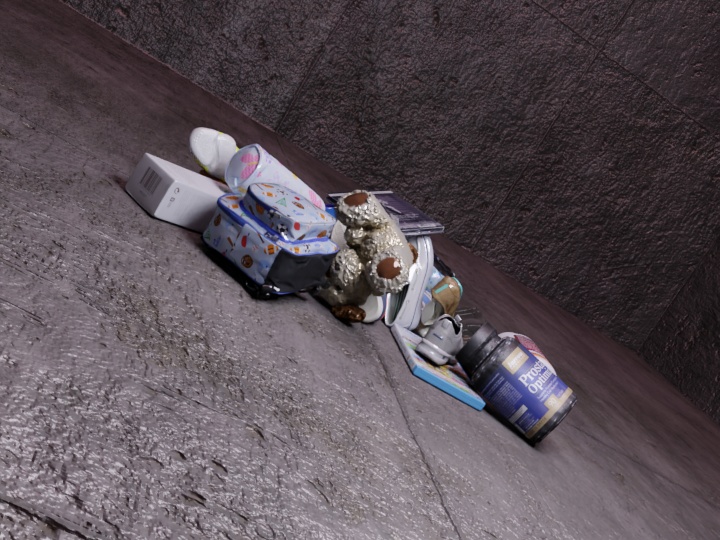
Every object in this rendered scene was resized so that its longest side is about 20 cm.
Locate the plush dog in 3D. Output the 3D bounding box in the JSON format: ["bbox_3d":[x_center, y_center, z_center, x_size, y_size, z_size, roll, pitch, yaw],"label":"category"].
[{"bbox_3d":[0.000,-0.008,1.477,0.160,0.171,0.201,31,30,-60],"label":"plush dog"}]

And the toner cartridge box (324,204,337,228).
[{"bbox_3d":[-0.111,-0.103,1.680,0.198,0.044,0.095,-3,10,-27],"label":"toner cartridge box"}]

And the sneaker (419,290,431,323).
[{"bbox_3d":[0.127,0.071,1.787,0.077,0.076,0.200,27,12,-3],"label":"sneaker"}]

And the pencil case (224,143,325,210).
[{"bbox_3d":[-0.148,-0.136,1.524,0.083,0.091,0.200,38,-1,43],"label":"pencil case"}]

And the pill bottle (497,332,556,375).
[{"bbox_3d":[0.300,0.188,1.666,0.112,0.114,0.200,31,11,-8],"label":"pill bottle"}]

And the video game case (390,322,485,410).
[{"bbox_3d":[0.132,0.165,1.527,0.142,0.018,0.200,31,10,-17],"label":"video game case"}]

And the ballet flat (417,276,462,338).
[{"bbox_3d":[0.145,0.092,1.657,0.068,0.072,0.201,53,-24,30],"label":"ballet flat"}]

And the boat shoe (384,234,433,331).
[{"bbox_3d":[0.087,0.013,1.627,0.073,0.202,0.066,1,-5,42],"label":"boat shoe"}]

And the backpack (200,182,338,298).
[{"bbox_3d":[-0.145,-0.054,1.368,0.189,0.155,0.200,25,10,22],"label":"backpack"}]

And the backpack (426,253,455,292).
[{"bbox_3d":[0.106,-0.020,2.026,0.201,0.153,0.163,52,7,-17],"label":"backpack"}]

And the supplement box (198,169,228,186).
[{"bbox_3d":[-0.270,-0.153,1.655,0.068,0.067,0.200,32,11,-4],"label":"supplement box"}]

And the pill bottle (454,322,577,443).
[{"bbox_3d":[0.260,0.187,1.484,0.200,0.112,0.112,43,12,11],"label":"pill bottle"}]

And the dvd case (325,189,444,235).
[{"bbox_3d":[0.043,-0.110,1.653,0.147,0.016,0.200,-6,29,-31],"label":"dvd case"}]

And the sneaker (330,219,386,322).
[{"bbox_3d":[0.000,0.000,1.580,0.084,0.074,0.202,28,48,-69],"label":"sneaker"}]

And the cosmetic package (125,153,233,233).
[{"bbox_3d":[-0.277,-0.116,1.443,0.102,0.074,0.199,40,11,35],"label":"cosmetic package"}]

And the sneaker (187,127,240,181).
[{"bbox_3d":[-0.253,-0.203,1.587,0.105,0.076,0.200,28,-5,45],"label":"sneaker"}]

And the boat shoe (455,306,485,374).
[{"bbox_3d":[0.220,0.147,1.693,0.075,0.075,0.201,4,28,-2],"label":"boat shoe"}]

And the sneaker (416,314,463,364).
[{"bbox_3d":[0.160,0.117,1.549,0.074,0.082,0.200,34,9,9],"label":"sneaker"}]
